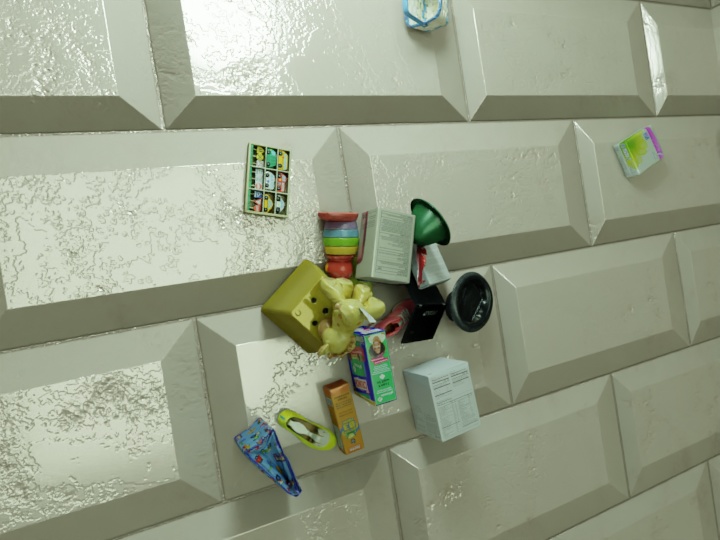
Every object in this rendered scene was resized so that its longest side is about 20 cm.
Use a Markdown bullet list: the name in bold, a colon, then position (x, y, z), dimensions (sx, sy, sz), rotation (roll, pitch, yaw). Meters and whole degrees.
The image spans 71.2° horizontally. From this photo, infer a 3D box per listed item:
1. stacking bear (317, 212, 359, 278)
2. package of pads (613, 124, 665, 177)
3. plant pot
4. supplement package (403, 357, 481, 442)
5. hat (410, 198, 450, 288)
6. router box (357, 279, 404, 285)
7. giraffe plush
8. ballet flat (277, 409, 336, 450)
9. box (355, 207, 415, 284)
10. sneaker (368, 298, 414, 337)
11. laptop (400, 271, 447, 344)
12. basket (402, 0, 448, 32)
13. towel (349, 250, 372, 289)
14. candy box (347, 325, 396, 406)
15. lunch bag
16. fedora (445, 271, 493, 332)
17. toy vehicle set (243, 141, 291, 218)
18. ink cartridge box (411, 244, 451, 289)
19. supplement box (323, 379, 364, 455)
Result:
- **stacking bear**: position (-0.061, -0.069, 1.466), dimensions (0.114, 0.121, 0.200), rotation (-1, 97, -16)
- **package of pads**: position (1.137, -0.483, 2.053), dimensions (0.200, 0.068, 0.155), rotation (-31, 98, -22)
- **plant pot**: position (-0.122, 0.105, 1.377), dimensions (0.200, 0.176, 0.200), rotation (45, 76, -15)
- **supplement package**: position (0.250, 0.390, 1.551), dimensions (0.151, 0.152, 0.200), rotation (-14, 92, -25)
- **hat**: position (0.150, -0.092, 1.470), dimensions (0.176, 0.200, 0.166), rotation (-37, 122, -15)
- **router box**: position (0.076, -0.059, 1.543), dimensions (0.157, 0.052, 0.200), rotation (9, 83, -32)
- **giraffe plush**: position (-0.041, 0.133, 1.245), dimensions (0.172, 0.200, 0.162), rotation (18, 113, -24)
- **ballet flat**: position (-0.144, 0.457, 1.415), dimensions (0.200, 0.067, 0.067), rotation (35, 73, -19)
- **box**: position (0.071, -0.067, 1.443), dimensions (0.128, 0.109, 0.200), rotation (9, 83, -26)
- **sneaker**: position (0.115, 0.157, 1.538), dimensions (0.200, 0.087, 0.074), rotation (-36, 102, -24)
- **laptop**: position (0.171, 0.106, 1.560), dimensions (0.187, 0.116, 0.200), rotation (3, 111, -52)
- **basket**: position (0.194, -0.856, 1.594), dimensions (0.200, 0.139, 0.177), rotation (8, 83, -55)
- **towel**: position (0.000, 0.000, 1.534), dimensions (0.086, 0.018, 0.200), rotation (0, 87, -24)
- **candy box**: position (0.025, 0.269, 1.447), dimensions (0.077, 0.169, 0.200), rotation (-12, 92, -21)
- **lunch bag**: position (-0.230, 0.508, 1.326), dimensions (0.094, 0.151, 0.200), rotation (-35, 101, -22)
- **fedora**: position (0.338, 0.103, 1.637), dimensions (0.200, 0.092, 0.201), rotation (5, 81, -34)
- **toy vehicle set**: position (-0.262, -0.253, 1.424), dimensions (0.124, 0.027, 0.200), rotation (4, 85, -24)
- **ink cartridge box**: position (0.196, -0.047, 1.579), dimensions (0.162, 0.050, 0.200), rotation (-10, 72, -56)
- **supplement box**: position (-0.048, 0.425, 1.462), dimensions (0.066, 0.069, 0.200), rotation (-16, 96, -22)
